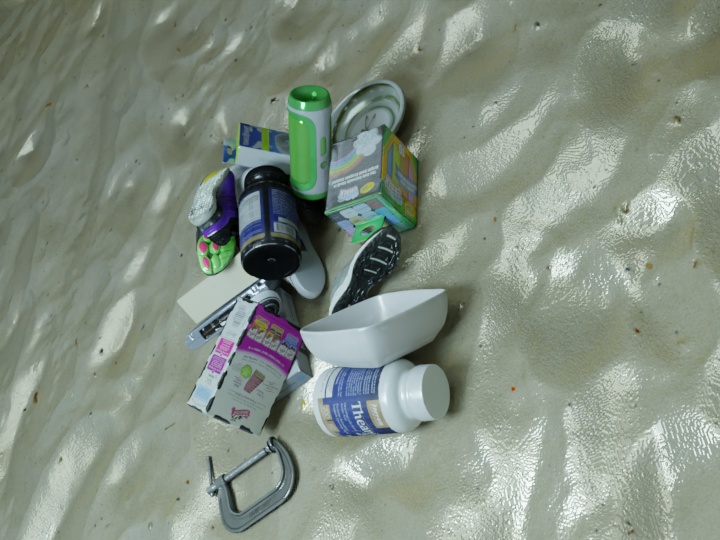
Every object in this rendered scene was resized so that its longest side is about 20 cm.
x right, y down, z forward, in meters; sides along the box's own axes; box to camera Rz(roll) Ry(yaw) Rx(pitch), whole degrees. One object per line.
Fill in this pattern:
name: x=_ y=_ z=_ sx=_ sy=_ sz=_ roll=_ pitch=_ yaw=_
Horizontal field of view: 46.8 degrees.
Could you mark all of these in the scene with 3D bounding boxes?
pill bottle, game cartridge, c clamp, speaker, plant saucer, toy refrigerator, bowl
pill bottle: x=0.033 y=0.196 z=1.283 sx=0.198 sy=0.111 sz=0.112 roll=-12 pitch=57 yaw=35
pill bottle: x=-0.251 y=-0.161 z=1.719 sx=0.199 sy=0.111 sz=0.113 roll=-4 pitch=61 yaw=55
pill bottle: x=-0.169 y=-0.092 z=1.535 sx=0.111 sy=0.112 sz=0.202 roll=-27 pitch=49 yaw=25
game cartridge: x=-0.238 y=0.071 z=1.594 sx=0.199 sy=0.042 sz=0.133 roll=-36 pitch=2 yaw=14
c clamp: x=-0.195 y=0.356 z=1.439 sx=0.199 sy=0.027 sz=0.172 roll=-33 pitch=47 yaw=21
speaker: x=-0.093 y=-0.234 z=1.542 sx=0.087 sy=0.202 sz=0.089 roll=1 pitch=37 yaw=-1
plant saucer: x=0.014 y=-0.281 z=1.639 sx=0.199 sy=0.050 sz=0.202 roll=-22 pitch=49 yaw=28
toy refrigerator: x=-0.265 y=0.022 z=1.649 sx=0.199 sy=0.070 sz=0.076 roll=-34 pitch=13 yaw=28
bowl: x=0.026 y=0.095 z=1.313 sx=0.199 sy=0.198 sz=0.075 roll=-5 pitch=103 yaw=52

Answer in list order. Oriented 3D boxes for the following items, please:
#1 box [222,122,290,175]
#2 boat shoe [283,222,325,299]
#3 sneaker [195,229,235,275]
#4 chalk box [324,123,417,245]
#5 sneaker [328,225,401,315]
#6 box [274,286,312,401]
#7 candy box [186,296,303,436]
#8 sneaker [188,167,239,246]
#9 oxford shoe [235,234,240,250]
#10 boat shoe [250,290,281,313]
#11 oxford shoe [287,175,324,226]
box: x=-0.172 y=-0.238 z=1.658 sx=0.122 sy=0.198 sz=0.048 roll=-102 pitch=25 yaw=-58
boat shoe: x=-0.124 y=-0.010 z=1.589 sx=0.070 sy=0.070 sz=0.201 roll=-59 pitch=40 yaw=35
sneaker: x=-0.283 y=-0.051 z=1.622 sx=0.201 sy=0.076 sz=0.084 roll=-101 pitch=18 yaw=-52
chalk box: x=0.022 y=-0.133 z=1.492 sx=0.123 sy=0.124 sz=0.202 roll=-15 pitch=56 yaw=31
sneaker: x=0.000 y=0.000 z=1.437 sx=0.201 sy=0.073 sz=0.080 roll=-56 pitch=29 yaw=25
box: x=-0.177 y=0.152 z=1.542 sx=0.155 sy=0.041 sz=0.201 roll=-36 pitch=47 yaw=17
candy box: x=-0.191 y=0.165 z=1.420 sx=0.061 sy=0.136 sz=0.202 roll=13 pitch=73 yaw=43
sneaker: x=-0.262 y=-0.112 z=1.572 sx=0.069 sy=0.100 sz=0.201 roll=-28 pitch=28 yaw=22
oxford shoe: x=-0.251 y=-0.049 z=1.694 sx=0.199 sy=0.071 sz=0.072 roll=-17 pitch=53 yaw=40
boat shoe: x=-0.202 y=0.130 z=1.496 sx=0.201 sy=0.072 sz=0.068 roll=-52 pitch=42 yaw=5
oxford shoe: x=-0.126 y=-0.137 z=1.664 sx=0.085 sy=0.072 sz=0.201 roll=-48 pitch=34 yaw=15
